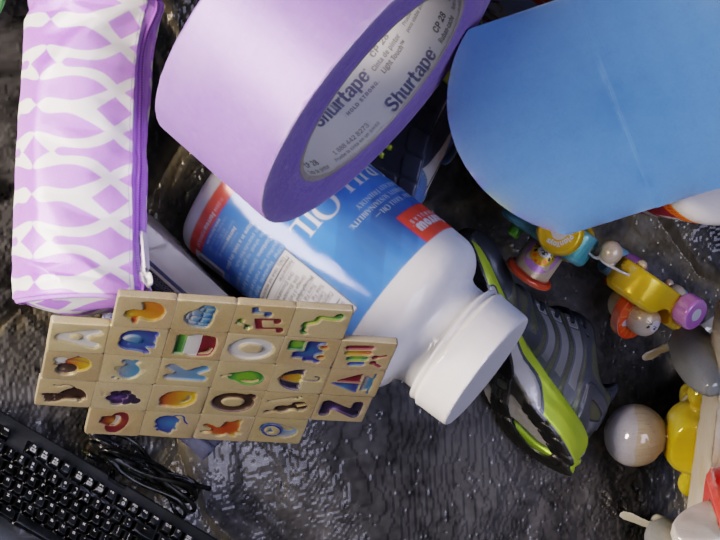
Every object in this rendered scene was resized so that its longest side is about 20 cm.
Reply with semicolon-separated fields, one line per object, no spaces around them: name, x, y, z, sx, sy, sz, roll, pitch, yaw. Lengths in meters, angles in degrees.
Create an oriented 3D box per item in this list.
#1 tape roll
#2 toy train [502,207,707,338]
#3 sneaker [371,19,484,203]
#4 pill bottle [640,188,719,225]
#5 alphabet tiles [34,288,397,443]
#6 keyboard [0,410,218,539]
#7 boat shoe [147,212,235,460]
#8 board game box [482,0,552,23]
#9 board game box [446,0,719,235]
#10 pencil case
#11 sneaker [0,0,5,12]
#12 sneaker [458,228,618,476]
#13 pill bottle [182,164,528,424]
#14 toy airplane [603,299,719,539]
tape roll;-0.017;-0.129;1.348;0.085;0.200;0.200;40;69;13
toy train;0.151;0.000;1.614;0.200;0.150;0.056;32;94;-25
sneaker;0.028;-0.084;1.537;0.200;0.074;0.082;-61;165;14
pill bottle;0.176;-0.094;1.568;0.109;0.200;0.110;-6;101;-33
alphabet tiles;-0.085;0.058;1.396;0.199;0.167;0.006;4;59;-11
keyboard;-0.151;0.144;1.457;0.200;0.040;0.104;34;55;-25
boat shoe;-0.129;0.030;1.463;0.093;0.075;0.200;-46;109;1
board game box;0.064;-0.216;1.474;0.200;0.196;0.056;32;76;-33
board game box;0.152;-0.109;1.433;0.199;0.039;0.158;-17;123;14
pencil case;-0.154;-0.069;1.369;0.084;0.085;0.201;8;81;-61
sneaker;-0.185;-0.217;1.382;0.083;0.074;0.201;27;82;-30
sneaker;0.112;0.043;1.633;0.081;0.074;0.200;-48;127;-27
pill bottle;0.000;0.000;1.458;0.200;0.112;0.112;37;72;10
toy airplane;0.236;0.134;1.672;0.199;0.141;0.201;57;46;-73
